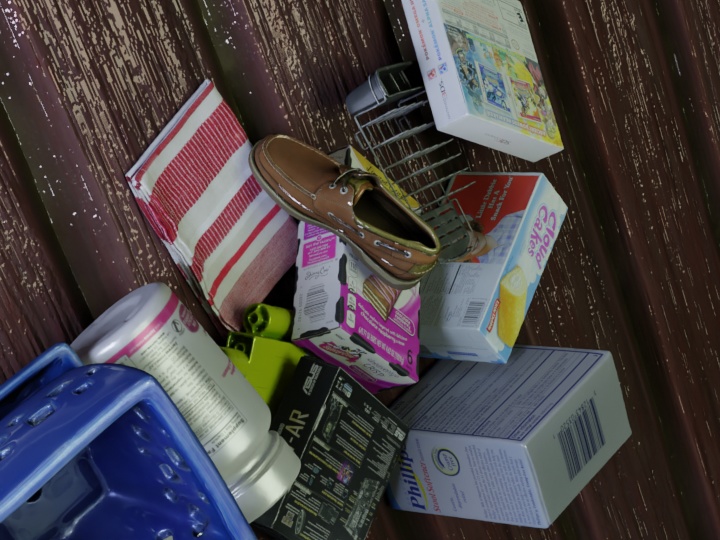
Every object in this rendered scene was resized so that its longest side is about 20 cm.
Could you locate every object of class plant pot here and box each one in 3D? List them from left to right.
[{"bbox_3d":[-0.227,0.186,1.422,0.200,0.180,0.200,-40,124,-19],"label":"plant pot"}]

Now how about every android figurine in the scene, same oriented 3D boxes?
[{"bbox_3d":[-0.089,0.123,1.713,0.200,0.041,0.182,12,88,-59],"label":"android figurine"}]

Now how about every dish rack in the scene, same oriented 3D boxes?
[{"bbox_3d":[0.062,-0.105,1.832,0.200,0.055,0.153,63,23,0],"label":"dish rack"}]

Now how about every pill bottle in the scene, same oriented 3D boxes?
[{"bbox_3d":[-0.148,0.118,1.554,0.200,0.113,0.113,52,51,-15],"label":"pill bottle"}]

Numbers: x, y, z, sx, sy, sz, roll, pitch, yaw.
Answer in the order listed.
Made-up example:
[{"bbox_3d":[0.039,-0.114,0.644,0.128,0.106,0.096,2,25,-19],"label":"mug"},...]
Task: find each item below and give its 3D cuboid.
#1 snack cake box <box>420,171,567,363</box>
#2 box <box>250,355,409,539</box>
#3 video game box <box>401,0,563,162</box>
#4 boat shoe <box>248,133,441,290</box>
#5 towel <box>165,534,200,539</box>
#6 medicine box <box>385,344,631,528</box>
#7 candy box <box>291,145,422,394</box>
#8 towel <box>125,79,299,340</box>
[{"bbox_3d":[0.124,-0.006,1.933,0.067,0.115,0.200,48,56,-41],"label":"snack cake box"},{"bbox_3d":[-0.031,0.187,1.744,0.160,0.044,0.200,-67,153,-12],"label":"box"},{"bbox_3d":[0.125,-0.216,1.926,0.200,0.047,0.182,12,56,-54],"label":"video game box"},{"bbox_3d":[-0.009,-0.068,1.696,0.200,0.068,0.072,35,56,-2],"label":"boat shoe"},{"bbox_3d":[-0.149,0.296,1.587,0.200,0.031,0.149,34,58,-9],"label":"towel"},{"bbox_3d":[0.142,0.163,1.892,0.182,0.200,0.103,-40,121,-43],"label":"medicine box"},{"bbox_3d":[0.000,0.000,1.779,0.136,0.061,0.200,37,46,-46],"label":"candy box"},{"bbox_3d":[-0.126,-0.054,1.692,0.144,0.023,0.200,-56,131,-35],"label":"towel"}]
